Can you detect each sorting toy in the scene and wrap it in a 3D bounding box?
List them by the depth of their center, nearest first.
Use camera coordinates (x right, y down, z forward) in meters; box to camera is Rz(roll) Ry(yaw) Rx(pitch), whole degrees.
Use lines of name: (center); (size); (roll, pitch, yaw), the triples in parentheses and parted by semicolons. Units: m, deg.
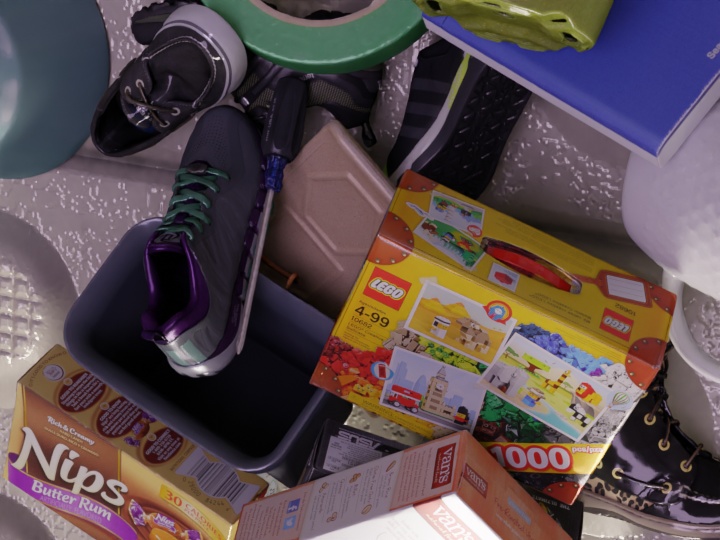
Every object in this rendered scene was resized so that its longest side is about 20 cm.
sorting toy: (0.000, 0.000, 1.521); (0.185, 0.036, 0.200); (49, 142, -1)

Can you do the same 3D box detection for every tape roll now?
tape roll: (-0.024, -0.239, 1.457); (0.198, 0.048, 0.203); (-1, 86, 8)

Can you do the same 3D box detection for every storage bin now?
storage bin: (-0.094, 0.065, 1.545); (0.199, 0.134, 0.146); (31, 79, 21)

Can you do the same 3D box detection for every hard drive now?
hard drive: (0.156, -0.168, 1.386); (0.199, 0.025, 0.132); (34, 76, 28)

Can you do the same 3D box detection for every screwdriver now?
screwdriver: (-0.062, -0.040, 1.459); (0.029, 0.028, 0.202); (-2, 71, 28)

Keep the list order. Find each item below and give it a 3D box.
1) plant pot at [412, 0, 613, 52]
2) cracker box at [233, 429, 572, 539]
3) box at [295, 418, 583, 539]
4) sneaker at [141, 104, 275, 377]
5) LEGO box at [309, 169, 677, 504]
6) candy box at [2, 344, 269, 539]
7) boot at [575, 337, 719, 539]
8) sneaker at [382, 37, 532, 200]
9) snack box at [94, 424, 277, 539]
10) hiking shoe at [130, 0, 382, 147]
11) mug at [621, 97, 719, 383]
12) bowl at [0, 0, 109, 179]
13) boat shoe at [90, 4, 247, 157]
plant pot: (0.113, -0.244, 1.322); (0.198, 0.200, 0.192); (13, 86, 18)
cracker box: (0.027, 0.193, 1.442); (0.199, 0.058, 0.134); (-22, 127, 33)
box: (0.043, 0.198, 1.522); (0.198, 0.049, 0.159); (19, 137, -5)
sneaker: (-0.110, -0.032, 1.460); (0.074, 0.088, 0.202); (-4, 68, 21)
LEGO box: (0.087, 0.046, 1.397); (0.198, 0.077, 0.150); (25, 132, -1)
candy box: (-0.172, 0.156, 1.581); (0.199, 0.057, 0.117); (31, 136, 12)
boot: (0.210, 0.101, 1.483); (0.198, 0.073, 0.152); (11, 110, 26)
sneaker: (0.066, -0.116, 1.495); (0.201, 0.071, 0.083); (-55, 42, 33)
snack box: (-0.138, 0.209, 1.662); (0.141, 0.053, 0.202); (7, 106, 21)
hiking shoe: (-0.079, -0.144, 1.528); (0.198, 0.076, 0.102); (11, 105, 18)
mug: (0.263, -0.020, 1.384); (0.174, 0.147, 0.202); (16, 104, 27)
bowl: (-0.302, -0.159, 1.599); (0.199, 0.105, 0.203); (6, 106, 21)
boat shoe: (-0.145, -0.127, 1.501); (0.070, 0.066, 0.200); (46, 153, -13)
